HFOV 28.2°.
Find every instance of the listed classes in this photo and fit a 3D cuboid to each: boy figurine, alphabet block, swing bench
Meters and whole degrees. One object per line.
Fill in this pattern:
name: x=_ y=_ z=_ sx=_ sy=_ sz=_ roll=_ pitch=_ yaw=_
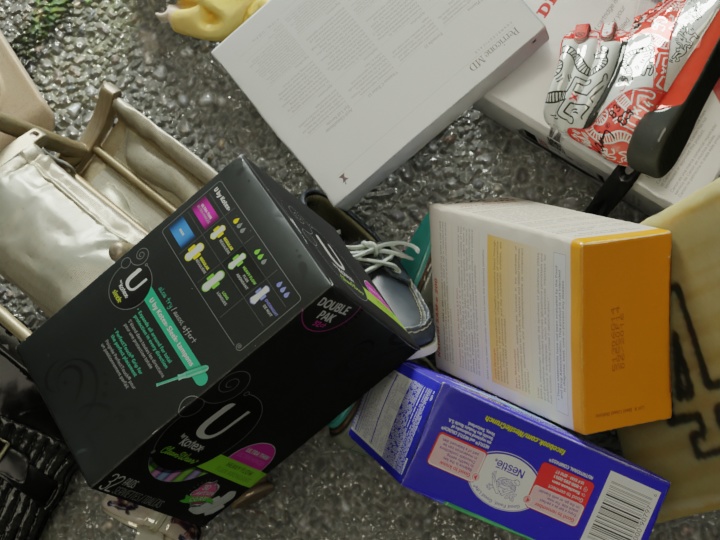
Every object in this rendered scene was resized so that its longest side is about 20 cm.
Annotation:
boy figurine: x=-0.106 y=-0.238 z=1.162 sx=0.200 sy=0.064 sz=0.124 roll=37 pitch=89 yaw=12
alphabet block: x=0.286 y=0.043 z=0.952 sx=0.195 sy=0.200 sz=0.197 roll=-13 pitch=79 yaw=-25
swing bench: x=-0.203 y=-0.034 z=1.085 sx=0.199 sy=0.200 sz=0.130 roll=38 pitch=115 yaw=21

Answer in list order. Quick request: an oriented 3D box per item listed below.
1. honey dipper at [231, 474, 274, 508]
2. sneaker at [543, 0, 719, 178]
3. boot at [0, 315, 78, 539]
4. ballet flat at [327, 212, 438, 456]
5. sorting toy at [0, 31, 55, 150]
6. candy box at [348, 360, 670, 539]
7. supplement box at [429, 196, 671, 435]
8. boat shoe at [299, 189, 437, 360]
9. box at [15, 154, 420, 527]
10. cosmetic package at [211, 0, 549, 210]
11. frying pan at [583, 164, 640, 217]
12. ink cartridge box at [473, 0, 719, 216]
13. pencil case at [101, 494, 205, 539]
honey dipper: x=-0.126 y=0.091 z=1.135 sx=0.038 sy=0.038 sz=0.200 roll=-28 pitch=75 yaw=5
sneaker: x=0.208 y=-0.168 z=1.010 sx=0.108 sy=0.067 sz=0.202 roll=26 pitch=76 yaw=26
boot: x=-0.310 y=0.116 z=1.138 sx=0.211 sy=0.079 sz=0.158 roll=36 pitch=89 yaw=12
ballet flat: x=0.040 y=0.051 z=1.105 sx=0.064 sy=0.067 sz=0.200 roll=27 pitch=88 yaw=-15
sorting toy: x=-0.379 y=-0.151 z=1.214 sx=0.185 sy=0.036 sz=0.200 roll=-35 pitch=82 yaw=3
candy box: x=0.092 y=0.128 z=0.983 sx=0.169 sy=0.200 sz=0.077 roll=25 pitch=89 yaw=-10
supplement box: x=0.125 y=0.023 z=0.978 sx=0.073 sy=0.200 sz=0.126 roll=-8 pitch=103 yaw=-24
boat shoe: x=0.000 y=0.000 z=1.057 sx=0.075 sy=0.200 sz=0.062 roll=-4 pitch=117 yaw=-21
box: x=-0.091 y=0.051 z=0.946 sx=0.200 sy=0.149 sz=0.124 roll=-40 pitch=60 yaw=6
cosmetic package: x=0.014 y=-0.165 z=1.053 sx=0.200 sy=0.052 sz=0.151 roll=-40 pitch=79 yaw=8
frying pan: x=0.143 y=-0.022 z=1.072 sx=0.115 sy=0.031 sz=0.190 roll=19 pitch=111 yaw=19
ink cartridge box: x=0.200 y=-0.142 z=1.085 sx=0.200 sy=0.083 sz=0.147 roll=34 pitch=89 yaw=12
pencil case: x=-0.114 y=0.111 z=1.063 sx=0.078 sy=0.089 sz=0.200 roll=29 pitch=81 yaw=-2
